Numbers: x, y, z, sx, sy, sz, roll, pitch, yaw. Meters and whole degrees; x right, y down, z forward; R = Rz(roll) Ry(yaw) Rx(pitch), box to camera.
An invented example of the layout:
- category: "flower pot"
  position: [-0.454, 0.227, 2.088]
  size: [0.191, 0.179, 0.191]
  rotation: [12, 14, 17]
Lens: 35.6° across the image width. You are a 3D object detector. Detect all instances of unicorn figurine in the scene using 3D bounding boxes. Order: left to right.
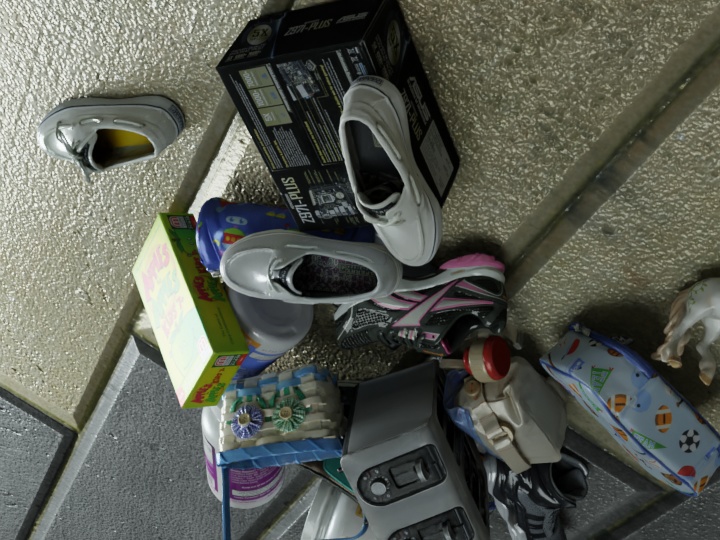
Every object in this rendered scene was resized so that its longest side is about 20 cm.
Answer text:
- category: "unicorn figurine"
  position: [0.364, 0.038, 1.036]
  size: [0.198, 0.139, 0.074]
  rotation: [6, 147, 43]

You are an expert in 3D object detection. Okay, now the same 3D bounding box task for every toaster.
- category: "toaster"
  position: [0.063, 0.221, 1.269]
  size: [0.117, 0.201, 0.183]
  rotation: [-19, 109, 13]

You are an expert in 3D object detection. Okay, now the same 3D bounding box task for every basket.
- category: "basket"
  position: [-0.087, 0.219, 1.295]
  size: [0.173, 0.204, 0.139]
  rotation: [-13, 170, 12]

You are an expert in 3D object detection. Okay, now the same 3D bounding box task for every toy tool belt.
- category: "toy tool belt"
  position: [0.140, 0.144, 1.246]
  size: [0.121, 0.127, 0.200]
  rotation: [-10, 140, 35]

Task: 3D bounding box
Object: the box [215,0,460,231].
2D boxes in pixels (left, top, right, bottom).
- category: "box"
  position: [-0.017, -0.145, 1.070]
  size: [0.161, 0.087, 0.202]
  rotation: [-5, 130, 30]

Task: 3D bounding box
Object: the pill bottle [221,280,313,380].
- category: "pill bottle"
  position: [-0.149, 0.075, 1.345]
  size: [0.112, 0.113, 0.200]
  rotation: [38, 138, -12]

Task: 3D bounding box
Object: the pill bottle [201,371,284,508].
- category: "pill bottle"
  position: [-0.155, 0.219, 1.495]
  size: [0.110, 0.113, 0.202]
  rotation: [17, 138, 11]

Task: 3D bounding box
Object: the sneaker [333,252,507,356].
- category: "sneaker"
  position: [0.063, 0.052, 1.171]
  size: [0.197, 0.088, 0.080]
  rotation: [-21, 152, 20]

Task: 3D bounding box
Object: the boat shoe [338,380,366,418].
- category: "boat shoe"
  position: [-0.012, 0.183, 1.419]
  size: [0.197, 0.063, 0.075]
  rotation: [-10, 129, 37]

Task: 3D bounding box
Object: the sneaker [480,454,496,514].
- category: "sneaker"
  position: [0.090, 0.257, 1.426]
  size: [0.197, 0.079, 0.076]
  rotation: [20, 138, 9]

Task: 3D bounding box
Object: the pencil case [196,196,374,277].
- category: "pencil case"
  position: [-0.084, -0.025, 1.200]
  size: [0.196, 0.089, 0.078]
  rotation: [8, 170, 19]

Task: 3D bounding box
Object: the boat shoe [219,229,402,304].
- category: "boat shoe"
  position: [-0.058, 0.003, 1.115]
  size: [0.196, 0.068, 0.074]
  rotation: [9, 101, 20]

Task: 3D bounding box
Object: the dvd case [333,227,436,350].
- category: "dvd case"
  position: [0.000, 0.000, 1.260]
  size: [0.199, 0.018, 0.143]
  rotation: [37, 137, -10]

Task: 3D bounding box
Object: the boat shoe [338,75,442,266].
- category: "boat shoe"
  position: [0.024, -0.073, 1.004]
  size: [0.071, 0.066, 0.202]
  rotation: [6, 134, 22]

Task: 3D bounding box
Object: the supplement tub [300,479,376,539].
- category: "supplement tub"
  position: [0.030, 0.354, 1.506]
  size: [0.197, 0.145, 0.146]
  rotation: [20, 139, 9]

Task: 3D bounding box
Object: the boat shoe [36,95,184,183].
- category: "boat shoe"
  position: [-0.290, -0.136, 1.228]
  size: [0.199, 0.087, 0.075]
  rotation: [0, 133, 28]

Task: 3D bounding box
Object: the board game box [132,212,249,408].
- category: "board game box"
  position: [-0.197, 0.043, 1.278]
  size: [0.047, 0.202, 0.102]
  rotation: [-1, 140, -36]

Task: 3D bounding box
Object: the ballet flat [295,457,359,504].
- category: "ballet flat"
  position: [-0.051, 0.228, 1.405]
  size: [0.200, 0.068, 0.068]
  rotation: [42, 164, 1]

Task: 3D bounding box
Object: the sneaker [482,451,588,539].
- category: "sneaker"
  position: [0.235, 0.291, 1.381]
  size: [0.112, 0.076, 0.202]
  rotation: [-9, 124, 38]

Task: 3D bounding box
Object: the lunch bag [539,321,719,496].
- category: "lunch bag"
  position: [0.280, 0.139, 1.169]
  size: [0.200, 0.076, 0.160]
  rotation: [46, 177, -17]
